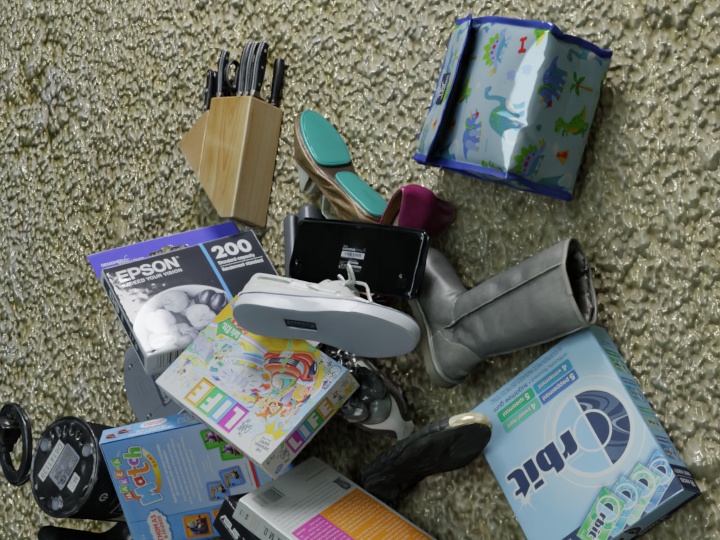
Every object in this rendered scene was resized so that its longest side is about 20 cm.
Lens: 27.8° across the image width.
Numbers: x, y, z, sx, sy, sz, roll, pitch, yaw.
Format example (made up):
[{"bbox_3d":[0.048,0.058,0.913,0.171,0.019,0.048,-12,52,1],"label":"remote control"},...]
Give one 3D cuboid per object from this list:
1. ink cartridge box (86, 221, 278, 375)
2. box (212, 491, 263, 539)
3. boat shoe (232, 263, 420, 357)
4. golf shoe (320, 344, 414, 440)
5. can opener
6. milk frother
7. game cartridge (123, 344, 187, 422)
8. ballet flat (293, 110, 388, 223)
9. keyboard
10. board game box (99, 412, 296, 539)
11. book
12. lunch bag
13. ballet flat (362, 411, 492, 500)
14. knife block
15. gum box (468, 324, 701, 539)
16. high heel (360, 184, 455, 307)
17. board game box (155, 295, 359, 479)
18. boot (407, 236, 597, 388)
[{"bbox_3d":[-0.199,0.017,1.725,0.200,0.198,0.043,56,149,34],"label":"ink cartridge box"},{"bbox_3d":[-0.038,0.310,1.530,0.200,0.161,0.049,48,124,37],"label":"box"},{"bbox_3d":[-0.028,0.034,1.536,0.202,0.075,0.086,6,49,18],"label":"boat shoe"},{"bbox_3d":[-0.004,0.134,1.611,0.078,0.094,0.200,-49,27,4],"label":"golf shoe"},{"bbox_3d":[-0.075,0.010,1.679,0.053,0.067,0.200,-28,52,35],"label":"can opener"},{"bbox_3d":[-0.321,0.232,1.759,0.181,0.188,0.200,-45,55,20],"label":"milk frother"},{"bbox_3d":[-0.222,0.123,1.753,0.133,0.041,0.200,-40,33,3],"label":"game cartridge"},{"bbox_3d":[-0.032,-0.101,1.709,0.200,0.068,0.072,53,130,31],"label":"ballet flat"},{"bbox_3d":[0.000,0.000,1.602,0.200,0.040,0.104,9,83,45],"label":"keyboard"},{"bbox_3d":[-0.173,0.229,1.628,0.200,0.151,0.037,-13,24,3],"label":"board game box"},{"bbox_3d":[-0.015,0.279,1.503,0.200,0.134,0.048,34,119,22],"label":"book"},{"bbox_3d":[0.145,-0.179,1.549,0.200,0.127,0.170,21,94,53],"label":"lunch bag"},{"bbox_3d":[0.066,0.184,1.518,0.200,0.066,0.057,-35,31,45],"label":"ballet flat"},{"bbox_3d":[-0.136,-0.177,1.800,0.176,0.064,0.200,-46,54,20],"label":"knife block"},{"bbox_3d":[0.215,0.181,1.441,0.170,0.045,0.200,-41,57,23],"label":"gum box"},{"bbox_3d":[0.016,-0.015,1.616,0.200,0.096,0.067,-43,56,21],"label":"high heel"},{"bbox_3d":[-0.113,0.121,1.561,0.134,0.034,0.200,-48,46,-13],"label":"board game box"},{"bbox_3d":[0.142,0.015,1.506,0.200,0.073,0.182,-37,58,40],"label":"boot"}]
